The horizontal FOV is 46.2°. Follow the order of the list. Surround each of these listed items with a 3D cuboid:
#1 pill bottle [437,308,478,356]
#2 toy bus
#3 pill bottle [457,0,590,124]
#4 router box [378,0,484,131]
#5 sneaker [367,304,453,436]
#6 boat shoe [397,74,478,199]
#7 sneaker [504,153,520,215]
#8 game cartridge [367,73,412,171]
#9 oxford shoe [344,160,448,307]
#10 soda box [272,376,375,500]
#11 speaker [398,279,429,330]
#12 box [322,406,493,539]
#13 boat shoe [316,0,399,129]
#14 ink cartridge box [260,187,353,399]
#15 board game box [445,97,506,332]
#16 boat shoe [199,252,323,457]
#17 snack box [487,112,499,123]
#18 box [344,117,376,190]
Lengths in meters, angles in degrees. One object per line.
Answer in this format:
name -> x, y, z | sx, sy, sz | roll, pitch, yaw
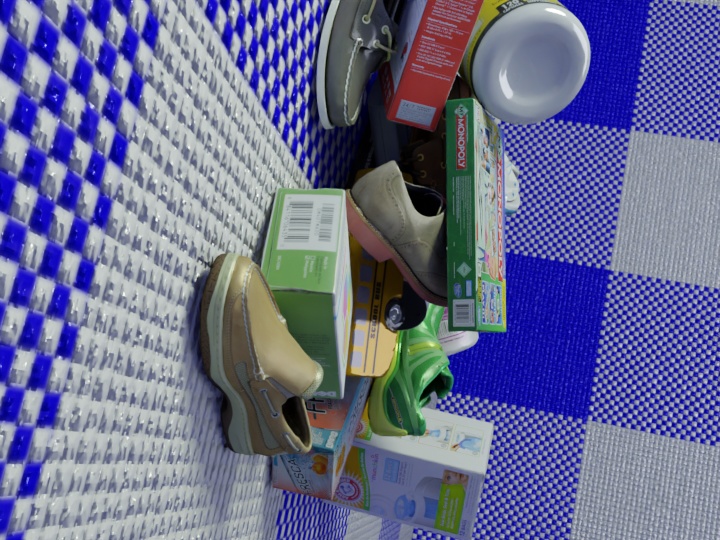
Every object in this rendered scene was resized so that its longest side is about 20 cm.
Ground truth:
pill bottle -> 0.087, 0.011, 1.144 | 0.112, 0.111, 0.203 | -32, 110, -76
toy bus -> 0.000, 0.000, 0.825 | 0.078, 0.065, 0.204 | 10, 84, -42
pill bottle -> 0.138, -0.233, 0.826 | 0.201, 0.110, 0.113 | -108, -163, -54
router box -> 0.065, -0.259, 0.788 | 0.201, 0.048, 0.181 | -96, -158, -54
sneaker -> 0.069, 0.108, 0.961 | 0.075, 0.082, 0.202 | 88, 19, -50
boat shoe -> 0.068, -0.109, 0.867 | 0.072, 0.067, 0.203 | 4, -99, 59
sneaker -> 0.141, -0.088, 0.953 | 0.075, 0.086, 0.201 | -44, -172, 41
game cartridge -> 0.055, -0.178, 0.949 | 0.201, 0.040, 0.135 | -59, 150, -53
oxford shoe -> 0.060, -0.028, 0.763 | 0.199, 0.075, 0.071 | 34, 22, -49
soda box -> -0.031, 0.134, 0.861 | 0.201, 0.063, 0.069 | -66, 163, -56
speaker -> 0.057, -0.028, 0.957 | 0.201, 0.080, 0.082 | -68, 164, -46
box -> 0.059, 0.245, 1.072 | 0.102, 0.197, 0.114 | -59, 158, -60
boat shoe -> 0.006, -0.221, 0.746 | 0.072, 0.059, 0.205 | 54, 47, -75
ink cartridge box -> -0.039, 0.038, 0.705 | 0.201, 0.058, 0.105 | 88, 6, -50
board game box -> 0.110, -0.044, 0.790 | 0.134, 0.029, 0.204 | 11, 78, -68
boat shoe -> -0.062, 0.066, 0.600 | 0.201, 0.075, 0.072 | 86, 17, -50
snack box -> 0.119, -0.154, 0.985 | 0.072, 0.024, 0.200 | -55, -174, -9
box -> 0.016, -0.091, 0.985 | 0.144, 0.036, 0.202 | 85, 17, -54
